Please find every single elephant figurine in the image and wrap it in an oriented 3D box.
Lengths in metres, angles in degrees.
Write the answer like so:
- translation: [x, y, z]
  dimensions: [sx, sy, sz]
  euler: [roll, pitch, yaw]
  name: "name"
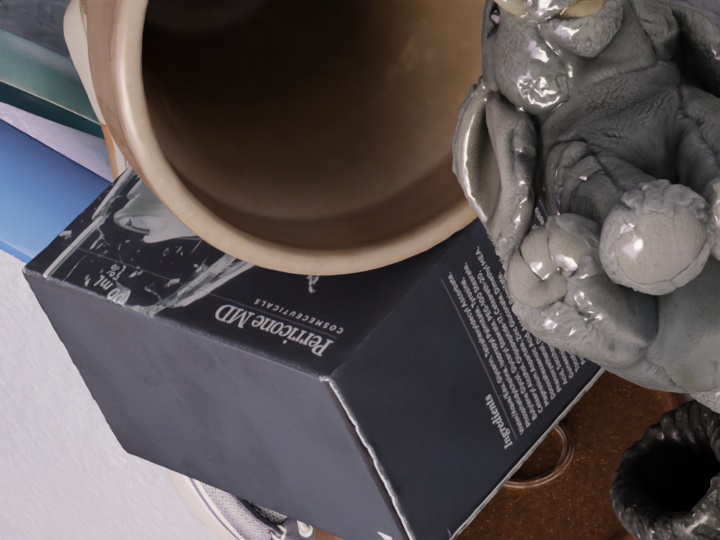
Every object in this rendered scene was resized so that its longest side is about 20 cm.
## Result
- translation: [0.094, -0.062, 1.121]
  dimensions: [0.155, 0.141, 0.200]
  euler: [-55, 48, 34]
  name: "elephant figurine"

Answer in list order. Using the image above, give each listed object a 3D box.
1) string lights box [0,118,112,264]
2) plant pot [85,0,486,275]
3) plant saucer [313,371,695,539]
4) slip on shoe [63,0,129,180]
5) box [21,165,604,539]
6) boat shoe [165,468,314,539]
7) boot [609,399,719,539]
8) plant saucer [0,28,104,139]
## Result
- translation: [-0.193, -0.047, 1.576]
  dimensions: [0.200, 0.059, 0.103]
  euler: [30, 176, -9]
  name: "string lights box"
- translation: [-0.036, -0.117, 1.200]
  dimensions: [0.200, 0.200, 0.175]
  euler: [59, 168, -31]
  name: "plant pot"
- translation: [0.075, 0.088, 1.294]
  dimensions: [0.200, 0.200, 0.037]
  euler: [26, 149, 33]
  name: "plant saucer"
- translation: [-0.077, -0.059, 1.415]
  dimensions: [0.061, 0.076, 0.200]
  euler: [-35, 70, 44]
  name: "slip on shoe"
- translation: [0.000, 0.000, 1.293]
  dimensions: [0.200, 0.197, 0.124]
  euler: [17, 145, 43]
  name: "box"
- translation: [-0.002, 0.121, 1.449]
  dimensions: [0.200, 0.075, 0.093]
  euler: [38, 149, -9]
  name: "boat shoe"
- translation: [0.196, 0.124, 1.157]
  dimensions: [0.158, 0.079, 0.211]
  euler: [50, 157, -17]
  name: "boot"
- translation: [-0.201, -0.111, 1.526]
  dimensions: [0.200, 0.027, 0.200]
  euler: [21, 178, 1]
  name: "plant saucer"
